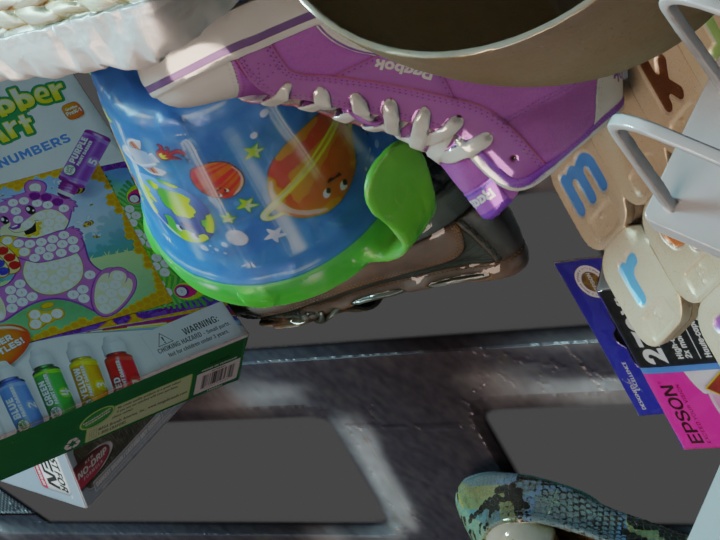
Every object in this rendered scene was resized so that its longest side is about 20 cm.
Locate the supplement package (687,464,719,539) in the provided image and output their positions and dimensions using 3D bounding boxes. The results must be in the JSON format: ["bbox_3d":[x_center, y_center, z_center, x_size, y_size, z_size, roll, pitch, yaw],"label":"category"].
[{"bbox_3d":[0.226,0.070,0.993,0.111,0.156,0.200,34,132,0],"label":"supplement package"}]

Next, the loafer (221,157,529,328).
[{"bbox_3d":[0.000,0.000,1.252,0.063,0.072,0.199,48,142,-18],"label":"loafer"}]

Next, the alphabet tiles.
[{"bbox_3d":[0.142,-0.053,1.047,0.197,0.015,0.200,62,148,17],"label":"alphabet tiles"}]

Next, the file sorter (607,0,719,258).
[{"bbox_3d":[0.184,-0.093,0.839,0.138,0.201,0.124,24,175,24],"label":"file sorter"}]

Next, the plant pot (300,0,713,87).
[{"bbox_3d":[0.078,-0.150,0.948,0.199,0.202,0.134,11,170,36],"label":"plant pot"}]

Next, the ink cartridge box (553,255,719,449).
[{"bbox_3d":[0.174,0.032,1.149,0.199,0.037,0.095,-5,122,48],"label":"ink cartridge box"}]

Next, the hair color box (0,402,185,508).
[{"bbox_3d":[-0.210,0.063,1.485,0.199,0.099,0.061,13,135,35],"label":"hair color box"}]

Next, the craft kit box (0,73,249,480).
[{"bbox_3d":[-0.189,0.004,1.269,0.198,0.199,0.049,52,150,27],"label":"craft kit box"}]

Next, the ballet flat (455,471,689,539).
[{"bbox_3d":[0.118,0.153,1.294,0.199,0.074,0.075,11,134,36],"label":"ballet flat"}]

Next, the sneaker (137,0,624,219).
[{"bbox_3d":[0.015,-0.069,1.038,0.073,0.199,0.115,-164,60,-80],"label":"sneaker"}]

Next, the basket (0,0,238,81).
[{"bbox_3d":[-0.112,-0.192,1.052,0.199,0.198,0.162,-2,123,45],"label":"basket"}]

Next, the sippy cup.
[{"bbox_3d":[-0.054,-0.073,1.138,0.176,0.141,0.131,-8,149,17],"label":"sippy cup"}]
